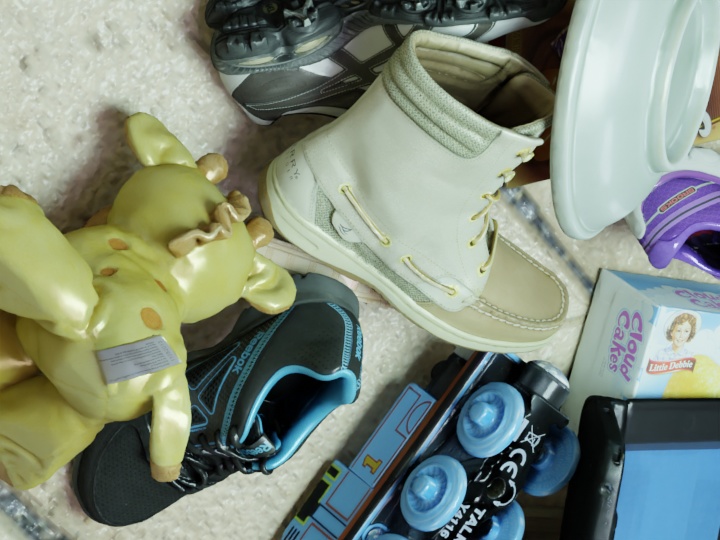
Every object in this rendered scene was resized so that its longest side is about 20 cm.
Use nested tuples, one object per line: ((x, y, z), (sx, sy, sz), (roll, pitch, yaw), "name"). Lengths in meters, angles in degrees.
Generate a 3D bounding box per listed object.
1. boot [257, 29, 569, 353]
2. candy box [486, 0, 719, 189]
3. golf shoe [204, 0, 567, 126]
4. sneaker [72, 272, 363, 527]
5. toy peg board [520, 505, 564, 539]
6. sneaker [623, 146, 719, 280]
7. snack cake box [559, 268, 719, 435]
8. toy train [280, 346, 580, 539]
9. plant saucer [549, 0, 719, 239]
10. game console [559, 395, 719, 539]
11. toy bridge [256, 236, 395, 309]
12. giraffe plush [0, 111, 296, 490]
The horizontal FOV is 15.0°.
((0.065, -0.041, 1.481), (0.199, 0.072, 0.155), (28, 132, -23), "boot")
((0.154, -0.128, 1.608), (0.199, 0.056, 0.117), (-15, 116, -29), "candy box")
((0.018, -0.129, 1.489), (0.198, 0.078, 0.095), (-8, 137, 5), "golf shoe")
((-0.081, 0.083, 1.504), (0.200, 0.082, 0.073), (-40, 124, 18), "sneaker")
((0.120, 0.260, 1.724), (0.199, 0.098, 0.200), (4, 108, -34), "toy peg board")
((0.246, -0.020, 1.683), (0.199, 0.084, 0.081), (1, 147, -27), "sneaker")
((0.230, 0.072, 1.733), (0.199, 0.067, 0.116), (6, 107, -34), "snack cake box")
((0.042, 0.128, 1.608), (0.087, 0.114, 0.201), (35, 90, -40), "toy train")
((0.158, -0.110, 1.486), (0.200, 0.050, 0.202), (14, 90, -72), "plant saucer")
((0.174, 0.184, 1.627), (0.116, 0.176, 0.201), (8, 101, -1), "game console")
((0.000, 0.000, 1.557), (0.199, 0.067, 0.027), (13, 103, -35), "toy bridge")
((-0.128, 0.004, 1.437), (0.162, 0.199, 0.173), (-48, 129, -43), "giraffe plush")
